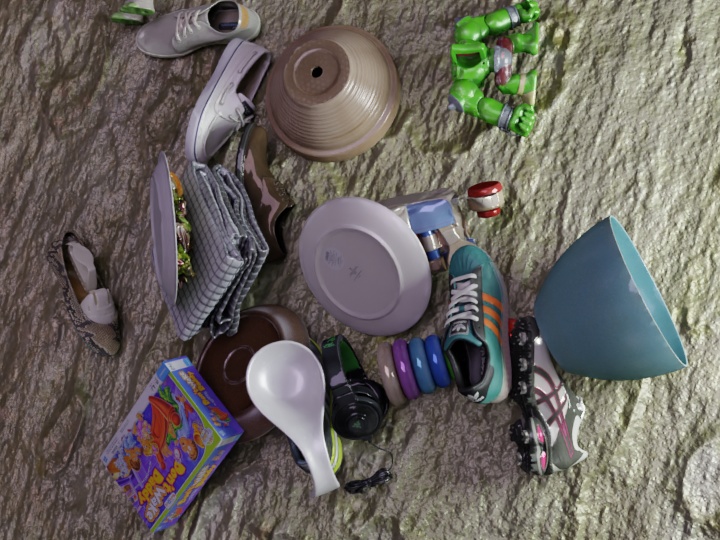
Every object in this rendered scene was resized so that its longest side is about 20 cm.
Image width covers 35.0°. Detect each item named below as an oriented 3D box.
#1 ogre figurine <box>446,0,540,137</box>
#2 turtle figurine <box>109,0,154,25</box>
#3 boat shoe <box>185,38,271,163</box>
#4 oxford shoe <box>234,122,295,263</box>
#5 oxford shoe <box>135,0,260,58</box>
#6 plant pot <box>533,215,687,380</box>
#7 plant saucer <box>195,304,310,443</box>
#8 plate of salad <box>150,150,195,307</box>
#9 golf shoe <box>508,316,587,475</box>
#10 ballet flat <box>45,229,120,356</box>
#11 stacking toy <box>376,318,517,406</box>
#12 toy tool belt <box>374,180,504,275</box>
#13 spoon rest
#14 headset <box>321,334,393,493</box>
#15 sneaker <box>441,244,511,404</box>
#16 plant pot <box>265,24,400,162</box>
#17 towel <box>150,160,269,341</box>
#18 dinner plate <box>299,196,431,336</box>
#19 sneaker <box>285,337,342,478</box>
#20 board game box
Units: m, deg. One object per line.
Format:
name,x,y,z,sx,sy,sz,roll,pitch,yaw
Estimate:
ogre figurine,0.180,-0.280,1.541,0.119,0.098,0.202,5,89,5
turtle figurine,-0.364,-0.480,1.710,0.143,0.200,0.196,-1,85,31
boat shoe,-0.187,-0.239,1.652,0.069,0.071,0.201,19,76,22
oxford shoe,-0.131,-0.109,1.604,0.084,0.073,0.202,-5,88,12
oxford shoe,-0.248,-0.365,1.704,0.198,0.058,0.076,-5,78,17
plant pot,0.290,0.053,1.383,0.134,0.200,0.201,-28,71,18
plant saucer,-0.155,0.131,1.530,0.199,0.032,0.202,-20,53,28
plate of salad,-0.240,-0.054,1.470,0.048,0.200,0.202,-4,73,-16
golf shoe,0.230,0.153,1.421,0.087,0.077,0.202,-7,97,-14
ballet flat,-0.394,0.025,1.638,0.075,0.068,0.201,-50,61,40
stacking toy,0.125,0.110,1.473,0.198,0.085,0.086,-16,73,7
toy tool belt,0.101,-0.041,1.508,0.198,0.125,0.124,-10,105,17
spoon rest,-0.076,0.184,1.431,0.099,0.061,0.201,-21,84,-13
headset,-0.013,0.185,1.475,0.093,0.123,0.201,-23,92,9
sneaker,0.138,0.062,1.399,0.071,0.080,0.202,-17,74,31
plant pot,-0.049,-0.262,1.603,0.199,0.093,0.203,-4,75,15
towel,-0.201,-0.025,1.541,0.166,0.085,0.201,-57,43,29
dinner plate,0.000,0.000,1.497,0.199,0.024,0.202,15,121,26
sneaker,-0.072,0.174,1.509,0.073,0.081,0.201,-18,73,10
board game box,-0.255,0.232,1.521,0.135,0.045,0.200,48,120,20
